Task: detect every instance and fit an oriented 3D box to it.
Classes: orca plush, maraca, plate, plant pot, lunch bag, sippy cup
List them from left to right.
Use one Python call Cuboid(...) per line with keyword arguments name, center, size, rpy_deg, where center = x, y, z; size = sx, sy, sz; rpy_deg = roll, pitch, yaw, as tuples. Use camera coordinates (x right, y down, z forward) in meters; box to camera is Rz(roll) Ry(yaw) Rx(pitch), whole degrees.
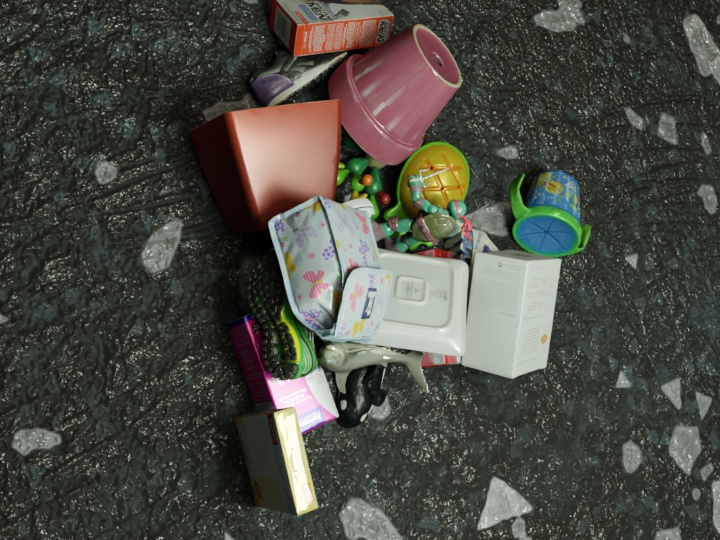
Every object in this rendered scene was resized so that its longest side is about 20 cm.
Cuboid(name="plant pot", center=(-0.142, -0.161, 1.322), size=(0.196, 0.199, 0.181), rpy_deg=(-13, 96, -28))
Cuboid(name="lunch bag", center=(-0.032, 0.007, 1.234), size=(0.169, 0.125, 0.205), rpy_deg=(12, 61, -63))
Cuboid(name="orca plush", center=(0.027, 0.174, 1.398), size=(0.106, 0.071, 0.200), rpy_deg=(47, 63, -11))
Cuboid(name="plant pot", center=(0.071, -0.317, 1.422), size=(0.198, 0.178, 0.203), rpy_deg=(33, 38, -30))
Cuboid(name="plate", center=(0.083, 0.041, 1.360), size=(0.194, 0.033, 0.203), rpy_deg=(8, 49, 1))
Cuboid(name="maraca", center=(0.122, -0.136, 1.497), size=(0.135, 0.107, 0.203), rpy_deg=(28, 94, -16))
Cuboid(name="sippy cup", center=(0.374, -0.119, 1.611), size=(0.179, 0.136, 0.133), rpy_deg=(60, 40, -48))

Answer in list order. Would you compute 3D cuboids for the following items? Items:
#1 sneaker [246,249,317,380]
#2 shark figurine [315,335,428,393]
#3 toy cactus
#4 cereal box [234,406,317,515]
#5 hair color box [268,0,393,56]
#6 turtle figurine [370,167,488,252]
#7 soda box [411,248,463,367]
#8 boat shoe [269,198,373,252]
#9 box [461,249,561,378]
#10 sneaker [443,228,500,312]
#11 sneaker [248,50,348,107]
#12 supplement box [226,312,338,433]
Cuboid(name="sneaker", center=(-0.116, 0.068, 1.244), size=(0.085, 0.077, 0.205), rpy_deg=(13, 62, -59))
Cuboid(name="shark figurine", center=(0.002, 0.158, 1.330), size=(0.210, 0.127, 0.092), rpy_deg=(8, 94, -32))
Cuboid(name="toy cactus", center=(0.006, -0.199, 1.463), size=(0.163, 0.102, 0.203), rpy_deg=(-29, 85, -38))
Cuboid(name="cereal box", center=(-0.129, 0.283, 1.223), size=(0.039, 0.199, 0.148), rpy_deg=(-11, 85, -27))
Cuboid(name="hair color box", center=(-0.052, -0.446, 1.463), size=(0.196, 0.065, 0.111), rpy_deg=(-14, 48, -29))
Cuboid(name="turtle figurine", center=(0.115, -0.093, 1.414), size=(0.151, 0.197, 0.102), rpy_deg=(53, 25, -30))
Cuboid(name="soda box", center=(0.132, 0.068, 1.465), size=(0.063, 0.069, 0.206), rpy_deg=(5, 76, -50))
Cuboid(name="boat shoe", center=(-0.050, -0.042, 1.372), size=(0.199, 0.075, 0.087), rpy_deg=(-29, 66, -15))
Cuboid(name="box", center=(0.269, 0.073, 1.460), size=(0.151, 0.104, 0.206), rpy_deg=(-3, 102, -55))
Cuboid(name="sneaker", center=(0.221, 0.009, 1.527), size=(0.112, 0.080, 0.205), rpy_deg=(8, 74, -23))
Cuboid(name="sneaker", center=(-0.109, -0.361, 1.441), size=(0.199, 0.076, 0.088), rpy_deg=(-38, 91, -28))
Cuboid(name="supplement box", center=(-0.125, 0.159, 1.307), size=(0.099, 0.103, 0.205), rpy_deg=(-20, 90, -28))
